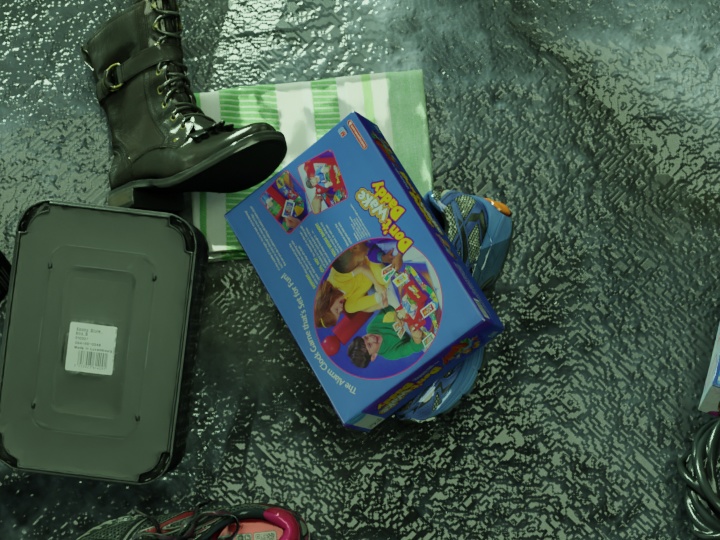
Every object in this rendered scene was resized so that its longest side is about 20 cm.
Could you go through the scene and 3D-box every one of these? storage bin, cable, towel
[{"bbox_3d":[-0.195,0.054,1.300,0.134,0.094,0.201,7,87,1],"label":"storage bin"},{"bbox_3d":[0.338,0.159,1.306,0.199,0.051,0.163,-31,66,-18],"label":"cable"},{"bbox_3d":[-0.040,-0.085,1.397,0.199,0.023,0.153,-5,74,-2],"label":"towel"}]

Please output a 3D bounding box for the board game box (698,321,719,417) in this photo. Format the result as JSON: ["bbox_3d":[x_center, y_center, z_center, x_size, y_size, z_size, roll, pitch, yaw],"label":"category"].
[{"bbox_3d":[0.378,0.049,1.320,0.199,0.041,0.200,18,55,5],"label":"board game box"}]

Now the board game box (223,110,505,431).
[{"bbox_3d":[0.000,0.000,1.296,0.134,0.045,0.201,-37,66,14],"label":"board game box"}]

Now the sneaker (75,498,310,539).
[{"bbox_3d":[-0.137,0.210,1.289,0.199,0.075,0.081,-15,75,-4],"label":"sneaker"}]

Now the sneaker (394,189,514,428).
[{"bbox_3d":[0.055,0.026,1.331,0.078,0.075,0.201,26,64,-26],"label":"sneaker"}]

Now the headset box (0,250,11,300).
[{"bbox_3d":[-0.400,0.017,1.330,0.174,0.093,0.200,39,78,10],"label":"headset box"}]

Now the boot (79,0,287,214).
[{"bbox_3d":[-0.148,-0.141,1.349,0.199,0.069,0.175,-17,75,36],"label":"boot"}]
